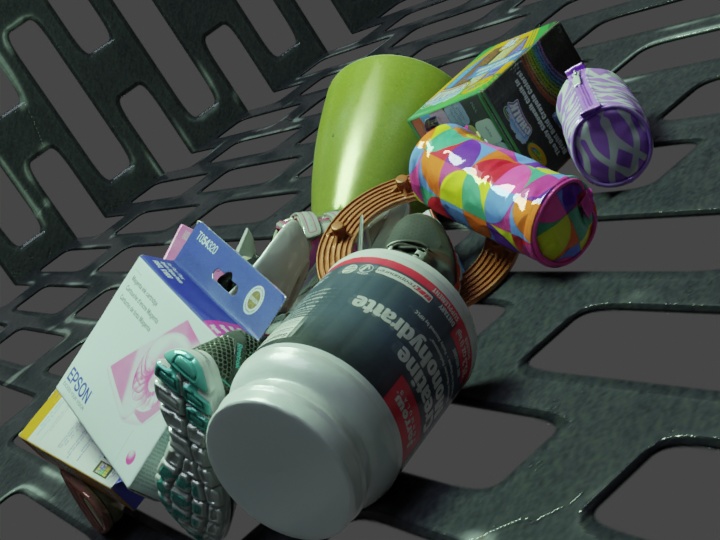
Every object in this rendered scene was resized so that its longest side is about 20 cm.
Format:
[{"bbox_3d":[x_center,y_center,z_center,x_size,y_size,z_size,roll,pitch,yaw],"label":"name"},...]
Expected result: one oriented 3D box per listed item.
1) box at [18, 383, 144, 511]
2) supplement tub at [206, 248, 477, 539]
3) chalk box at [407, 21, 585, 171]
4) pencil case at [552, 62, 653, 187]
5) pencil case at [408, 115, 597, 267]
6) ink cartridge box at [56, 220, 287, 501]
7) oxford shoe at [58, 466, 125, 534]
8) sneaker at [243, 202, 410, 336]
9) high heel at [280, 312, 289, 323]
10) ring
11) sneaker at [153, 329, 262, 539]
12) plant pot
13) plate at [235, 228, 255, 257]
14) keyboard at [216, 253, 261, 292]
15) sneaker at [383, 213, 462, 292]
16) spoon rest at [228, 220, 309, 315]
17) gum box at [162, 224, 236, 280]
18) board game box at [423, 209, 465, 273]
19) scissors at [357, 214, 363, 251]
[{"bbox_3d":[-0.216,0.139,1.381,0.199,0.042,0.119,18,64,48],"label":"box"},{"bbox_3d":[-0.011,0.089,1.139,0.140,0.141,0.200,-21,19,42],"label":"supplement tub"},{"bbox_3d":[0.146,-0.150,1.615,0.200,0.125,0.124,-42,16,-34],"label":"chalk box"},{"bbox_3d":[0.234,-0.144,1.477,0.083,0.086,0.200,-22,17,8],"label":"pencil case"},{"bbox_3d":[0.125,-0.073,1.362,0.088,0.089,0.200,-37,39,-15],"label":"pencil case"},{"bbox_3d":[-0.167,0.065,1.305,0.201,0.043,0.196,-59,35,3],"label":"ink cartridge box"},{"bbox_3d":[-0.243,0.195,1.466,0.073,0.071,0.200,-30,14,-9],"label":"oxford shoe"},{"bbox_3d":[-0.037,-0.025,1.514,0.200,0.089,0.081,-38,15,-16],"label":"sneaker"},{"bbox_3d":[-0.061,0.135,1.325,0.068,0.095,0.201,105,-170,-56],"label":"high heel"},{"bbox_3d":[0.053,-0.028,1.431,0.199,0.019,0.201,-10,42,9],"label":"ring"},{"bbox_3d":[-0.107,0.131,1.196,0.077,0.201,0.091,31,44,28],"label":"sneaker"},{"bbox_3d":[0.021,-0.101,1.680,0.186,0.187,0.201,-22,33,39],"label":"plant pot"},{"bbox_3d":[-0.156,0.073,1.598,0.201,0.032,0.200,-63,7,17],"label":"plate"},{"bbox_3d":[-0.124,0.077,1.440,0.127,0.020,0.201,-36,-31,-60],"label":"keyboard"},{"bbox_3d":[0.042,0.005,1.324,0.076,0.082,0.201,-6,41,14],"label":"sneaker"},{"bbox_3d":[-0.100,0.037,1.354,0.100,0.060,0.201,105,-170,-55],"label":"spoon rest"},{"bbox_3d":[-0.196,0.058,1.544,0.200,0.066,0.114,-56,10,54],"label":"gum box"},{"bbox_3d":[0.005,0.024,1.527,0.199,0.040,0.153,-33,14,6],"label":"board game box"},{"bbox_3d":[0.000,0.000,1.357,0.014,0.074,0.201,1,48,3],"label":"scissors"}]
